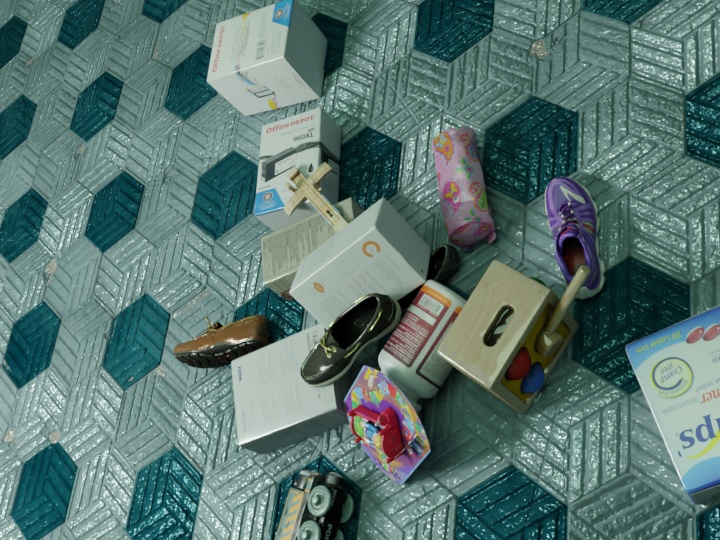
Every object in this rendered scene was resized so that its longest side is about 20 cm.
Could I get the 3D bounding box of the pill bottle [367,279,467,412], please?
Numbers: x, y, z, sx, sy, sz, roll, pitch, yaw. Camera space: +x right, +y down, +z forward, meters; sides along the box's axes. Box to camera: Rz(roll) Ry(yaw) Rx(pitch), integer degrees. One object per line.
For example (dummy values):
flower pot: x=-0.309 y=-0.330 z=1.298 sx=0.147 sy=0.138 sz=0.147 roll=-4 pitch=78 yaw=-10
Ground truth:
pill bottle: x=0.095 y=0.126 z=1.224 sx=0.109 sy=0.109 sz=0.202 roll=32 pitch=87 yaw=37

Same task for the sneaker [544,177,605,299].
sneaker: x=0.321 y=-0.060 z=1.186 sx=0.079 sy=0.083 sz=0.203 roll=-20 pitch=59 yaw=22

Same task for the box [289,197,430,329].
box: x=0.000 y=0.000 z=1.286 sx=0.199 sy=0.124 sz=0.098 roll=-35 pitch=21 yaw=29

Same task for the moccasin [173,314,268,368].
moccasin: x=-0.260 y=0.127 z=1.463 sx=0.199 sy=0.074 sz=0.079 roll=-21 pitch=50 yaw=25

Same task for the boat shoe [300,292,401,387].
boat shoe: x=-0.027 y=0.106 z=1.237 sx=0.201 sy=0.060 sz=0.072 roll=-42 pitch=52 yaw=14

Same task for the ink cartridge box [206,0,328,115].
ink cartridge box: x=-0.190 y=-0.433 z=1.624 sx=0.197 sy=0.144 sz=0.150 roll=-7 pitch=65 yaw=28

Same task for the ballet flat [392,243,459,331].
ballet flat: x=0.082 y=0.029 z=1.308 sx=0.200 sy=0.057 sz=0.067 roll=-46 pitch=52 yaw=6

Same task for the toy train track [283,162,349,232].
toy train track: x=-0.080 y=-0.127 z=1.383 sx=0.115 sy=0.032 sz=0.200 roll=-47 pitch=52 yaw=5

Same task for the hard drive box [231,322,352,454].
hard drive box: x=-0.116 y=0.201 z=1.339 sx=0.197 sy=0.077 sz=0.158 roll=-23 pitch=59 yaw=20

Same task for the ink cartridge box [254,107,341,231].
ink cartridge box: x=-0.119 y=-0.192 z=1.511 sx=0.142 sy=0.084 sz=0.204 roll=-11 pitch=63 yaw=26

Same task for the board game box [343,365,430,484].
board game box: x=0.022 y=0.240 z=1.175 sx=0.039 sy=0.201 sz=0.159 roll=-26 pitch=68 yaw=-33

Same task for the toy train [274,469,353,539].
toy train: x=-0.085 y=0.411 z=1.228 sx=0.113 sy=0.085 sz=0.204 roll=2 pitch=70 yaw=42

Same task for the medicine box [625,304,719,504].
medicine box: x=0.461 y=0.162 z=0.990 sx=0.180 sy=0.103 sz=0.203 roll=-26 pitch=57 yaw=19

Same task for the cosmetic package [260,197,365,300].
cosmetic package: x=-0.074 y=-0.036 z=1.412 sx=0.197 sy=0.087 sz=0.105 roll=-21 pitch=58 yaw=23

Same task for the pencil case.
pencil case: x=0.171 y=-0.138 z=1.316 sx=0.086 sy=0.087 sz=0.204 roll=-19 pitch=61 yaw=22

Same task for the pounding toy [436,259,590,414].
pounding toy: x=0.233 y=0.084 z=1.112 sx=0.141 sy=0.184 sz=0.202 roll=31 pitch=86 yaw=36
